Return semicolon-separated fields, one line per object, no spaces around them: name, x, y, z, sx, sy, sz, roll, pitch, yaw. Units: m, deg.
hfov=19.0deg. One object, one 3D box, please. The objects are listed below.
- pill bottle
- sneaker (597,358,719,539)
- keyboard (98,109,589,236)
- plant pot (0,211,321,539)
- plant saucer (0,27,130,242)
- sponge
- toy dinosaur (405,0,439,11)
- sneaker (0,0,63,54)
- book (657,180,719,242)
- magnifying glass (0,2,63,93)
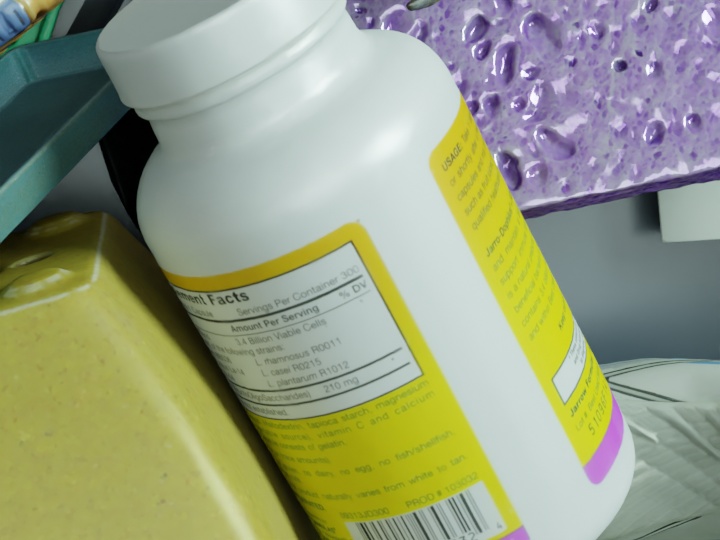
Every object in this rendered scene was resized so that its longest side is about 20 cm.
pill bottle;0.000;0.000;0.650;0.104;0.104;0.201;-30;112;-3
sneaker;0.142;0.060;0.730;0.198;0.072;0.072;1;110;21
keyboard;0.010;-0.052;0.758;0.199;0.040;0.105;-18;79;1
plant pot;-0.105;0.097;0.658;0.194;0.194;0.201;-15;104;-1
plant saucer;-0.120;-0.026;0.642;0.069;0.200;0.019;-7;117;26
sponge;0.030;-0.069;0.722;0.198;0.030;0.112;-12;83;3
toy dinosaur;-0.060;-0.141;0.688;0.198;0.086;0.137;-9;82;10
sneaker;-0.184;-0.069;0.683;0.200;0.075;0.088;-38;100;10
book;0.161;-0.115;0.742;0.133;0.048;0.202;-5;97;23
magnifying glass;-0.121;-0.091;0.743;0.200;0.022;0.080;-45;99;1
